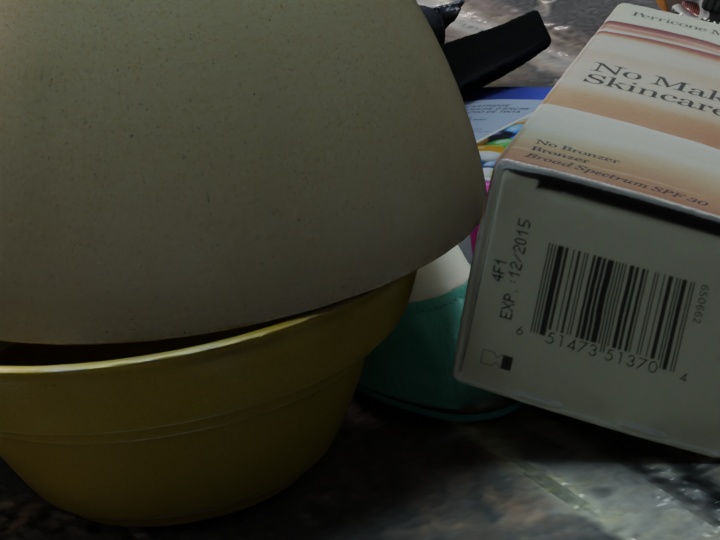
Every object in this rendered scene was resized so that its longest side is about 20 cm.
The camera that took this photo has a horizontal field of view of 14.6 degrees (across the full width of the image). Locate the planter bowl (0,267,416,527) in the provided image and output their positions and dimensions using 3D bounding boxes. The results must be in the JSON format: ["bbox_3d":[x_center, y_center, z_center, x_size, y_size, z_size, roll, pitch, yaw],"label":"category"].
[{"bbox_3d":[-0.067,0.034,0.975,0.200,0.084,0.200,-7,19,3],"label":"planter bowl"}]

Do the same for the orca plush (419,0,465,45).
[{"bbox_3d":[-0.007,-0.086,1.351,0.105,0.071,0.200,-18,-3,18],"label":"orca plush"}]

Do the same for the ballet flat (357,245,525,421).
[{"bbox_3d":[0.000,0.000,1.067,0.067,0.070,0.200,-17,20,-23],"label":"ballet flat"}]

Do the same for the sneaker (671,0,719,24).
[{"bbox_3d":[0.230,-0.093,1.261,0.200,0.077,0.085,18,21,39],"label":"sneaker"}]

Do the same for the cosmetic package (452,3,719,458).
[{"bbox_3d":[0.111,-0.021,1.014,0.103,0.087,0.200,15,24,10],"label":"cosmetic package"}]

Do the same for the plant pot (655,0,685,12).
[{"bbox_3d":[0.205,-0.189,1.383,0.200,0.200,0.183,-7,34,6],"label":"plant pot"}]

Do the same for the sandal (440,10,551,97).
[{"bbox_3d":[-0.001,-0.084,1.260,0.200,0.048,0.075,-26,-3,-38],"label":"sandal"}]

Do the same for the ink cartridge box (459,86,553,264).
[{"bbox_3d":[0.072,-0.043,1.215,0.119,0.042,0.200,3,20,31],"label":"ink cartridge box"}]

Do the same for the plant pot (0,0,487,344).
[{"bbox_3d":[-0.064,-0.073,0.949,0.200,0.135,0.200,-7,19,2],"label":"plant pot"}]
